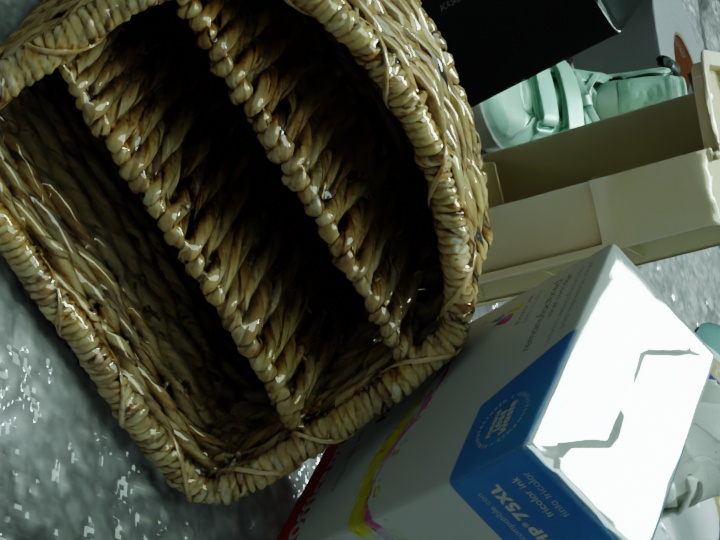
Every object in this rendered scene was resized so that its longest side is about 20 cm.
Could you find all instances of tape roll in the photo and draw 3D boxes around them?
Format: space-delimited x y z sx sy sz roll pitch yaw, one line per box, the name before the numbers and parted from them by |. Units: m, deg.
tape roll | 0.220 -0.119 1.203 0.200 0.066 0.202 -14 90 -69

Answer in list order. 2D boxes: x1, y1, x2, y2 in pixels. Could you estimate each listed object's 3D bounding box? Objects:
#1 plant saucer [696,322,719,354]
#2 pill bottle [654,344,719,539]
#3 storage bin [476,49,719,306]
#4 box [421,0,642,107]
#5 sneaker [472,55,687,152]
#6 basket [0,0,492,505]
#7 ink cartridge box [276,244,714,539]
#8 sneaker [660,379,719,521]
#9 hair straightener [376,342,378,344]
plant saucer | 0.323 0.136 1.309 0.200 0.036 0.202 38 43 -48
pill bottle | 0.148 0.124 0.905 0.120 0.119 0.200 66 28 -14
storage bin | 0.124 -0.043 0.865 0.198 0.199 0.095 -7 84 -62
box | 0.082 -0.190 0.887 0.125 0.148 0.200 56 38 -13
sneaker | 0.141 -0.115 1.020 0.200 0.117 0.074 16 64 -57
basket | -0.038 -0.032 0.621 0.201 0.142 0.149 60 30 -23
ink cartridge box | 0.038 0.084 0.651 0.067 0.200 0.116 44 45 -13
sneaker | 0.118 0.101 0.782 0.077 0.198 0.081 89 -1 -51
hair straightener | 0.000 0.000 0.777 0.077 0.041 0.202 -9 84 -57
